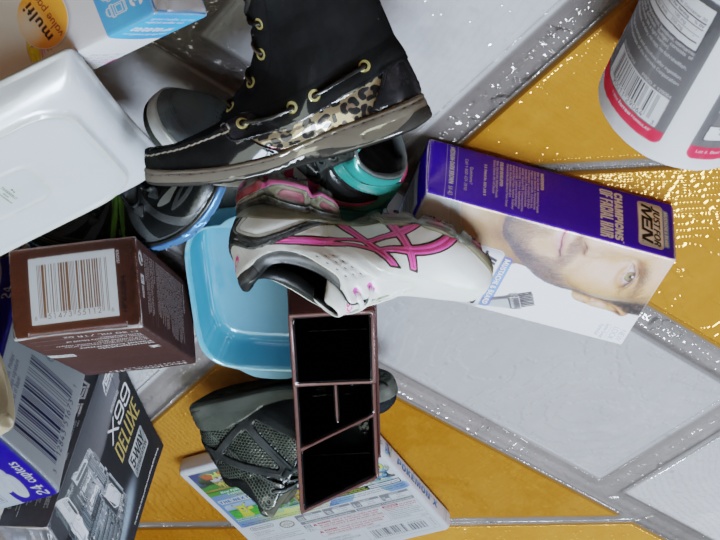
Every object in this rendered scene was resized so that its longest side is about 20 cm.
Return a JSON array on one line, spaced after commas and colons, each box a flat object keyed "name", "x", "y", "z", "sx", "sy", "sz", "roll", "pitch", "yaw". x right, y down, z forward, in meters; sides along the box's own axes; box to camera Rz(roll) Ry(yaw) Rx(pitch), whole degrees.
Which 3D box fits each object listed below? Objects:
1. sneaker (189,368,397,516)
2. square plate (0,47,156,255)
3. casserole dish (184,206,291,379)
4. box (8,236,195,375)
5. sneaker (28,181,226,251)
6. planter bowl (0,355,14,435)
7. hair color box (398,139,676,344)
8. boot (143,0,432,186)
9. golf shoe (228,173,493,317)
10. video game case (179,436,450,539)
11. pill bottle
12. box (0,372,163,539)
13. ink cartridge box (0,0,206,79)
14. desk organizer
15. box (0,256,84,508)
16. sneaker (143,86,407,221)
[{"name": "sneaker", "x": -0.047, "y": 0.147, "z": 1.411, "sx": 0.199, "sy": 0.076, "sz": 0.114, "roll": -14, "pitch": 99, "yaw": 24}, {"name": "square plate", "x": -0.246, "y": -0.060, "z": 1.103, "sx": 0.198, "sy": 0.028, "sz": 0.200, "roll": -27, "pitch": 159, "yaw": 2}, {"name": "casserole dish", "x": -0.078, "y": 0.014, "z": 1.327, "sx": 0.121, "sy": 0.039, "sz": 0.200, "roll": 3, "pitch": 137, "yaw": 5}, {"name": "box", "x": -0.198, "y": 0.032, "z": 1.265, "sx": 0.100, "sy": 0.075, "sz": 0.200, "roll": -7, "pitch": 170, "yaw": 5}, {"name": "sneaker", "x": -0.187, "y": -0.058, "z": 1.239, "sx": 0.200, "sy": 0.071, "sz": 0.083, "roll": -13, "pitch": 140, "yaw": 25}, {"name": "planter bowl", "x": -0.333, "y": 0.084, "z": 1.160, "sx": 0.135, "sy": 0.200, "sz": 0.200, "roll": -22, "pitch": 134, "yaw": 1}, {"name": "hair color box", "x": 0.129, "y": -0.020, "z": 1.245, "sx": 0.200, "sy": 0.065, "sz": 0.109, "roll": 13, "pitch": 137, "yaw": -9}, {"name": "boot", "x": -0.065, "y": -0.142, "z": 1.079, "sx": 0.200, "sy": 0.073, "sz": 0.151, "roll": -13, "pitch": 101, "yaw": 14}, {"name": "golf shoe", "x": 0.000, "y": 0.000, "z": 1.164, "sx": 0.200, "sy": 0.092, "sz": 0.073, "roll": 13, "pitch": 151, "yaw": -15}, {"name": "video game case", "x": -0.043, "y": 0.215, "z": 1.554, "sx": 0.200, "sy": 0.022, "sz": 0.182, "roll": -17, "pitch": 133, "yaw": 25}, {"name": "pill bottle", "x": 0.237, "y": -0.168, "z": 1.033, "sx": 0.111, "sy": 0.111, "sz": 0.200, "roll": 14, "pitch": 137, "yaw": -8}, {"name": "box", "x": -0.241, "y": 0.186, "z": 1.417, "sx": 0.050, "sy": 0.200, "sz": 0.158, "roll": -1, "pitch": 137, "yaw": 15}, {"name": "ink cartridge box", "x": -0.215, "y": -0.184, "z": 1.067, "sx": 0.200, "sy": 0.068, "sz": 0.115, "roll": -21, "pitch": 89, "yaw": 27}, {"name": "desk organizer", "x": -0.020, "y": 0.094, "z": 1.287, "sx": 0.072, "sy": 0.077, "sz": 0.200, "roll": -2, "pitch": 122, "yaw": 0}, {"name": "box", "x": -0.342, "y": 0.105, "z": 1.353, "sx": 0.200, "sy": 0.184, "sz": 0.105, "roll": -18, "pitch": 134, "yaw": 24}, {"name": "sneaker", "x": -0.046, "y": -0.098, "z": 1.164, "sx": 0.200, "sy": 0.084, "sz": 0.121, "roll": 23, "pitch": 140, "yaw": -27}]
